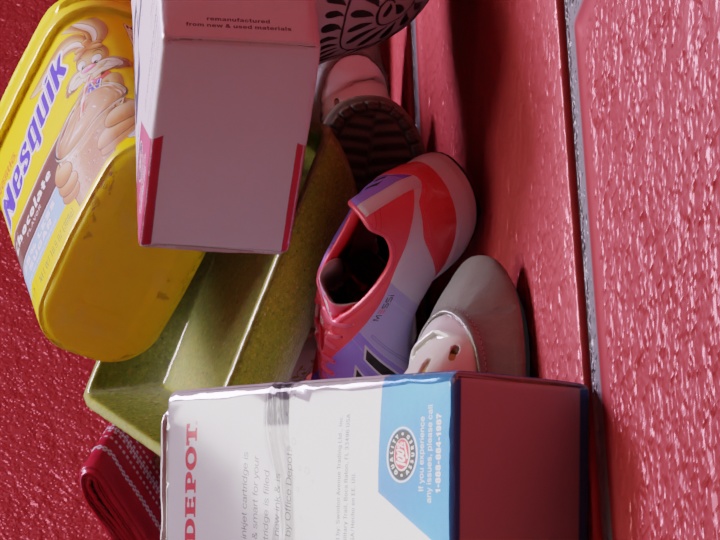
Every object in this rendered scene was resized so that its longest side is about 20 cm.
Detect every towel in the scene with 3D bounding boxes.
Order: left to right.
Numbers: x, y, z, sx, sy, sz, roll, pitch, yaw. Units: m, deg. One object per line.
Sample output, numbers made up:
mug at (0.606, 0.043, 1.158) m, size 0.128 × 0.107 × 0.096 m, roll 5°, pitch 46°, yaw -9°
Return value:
towel at (-0.108, 0.132, 1.840) m, size 0.145 × 0.022 × 0.200 m, roll 59°, pitch -154°, yaw -18°

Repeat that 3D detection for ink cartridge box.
ink cartridge box at (-0.075, -0.130, 1.558) m, size 0.201 × 0.084 × 0.145 m, roll -96°, pitch 12°, yaw -46°
ink cartridge box at (0.003, 0.123, 1.297) m, size 0.199 × 0.083 × 0.146 m, roll -6°, pitch 82°, yaw 49°

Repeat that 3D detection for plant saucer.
plant saucer at (-0.071, 0.008, 1.652) m, size 0.200 × 0.048 × 0.201 m, roll 23°, pitch 92°, yaw 66°

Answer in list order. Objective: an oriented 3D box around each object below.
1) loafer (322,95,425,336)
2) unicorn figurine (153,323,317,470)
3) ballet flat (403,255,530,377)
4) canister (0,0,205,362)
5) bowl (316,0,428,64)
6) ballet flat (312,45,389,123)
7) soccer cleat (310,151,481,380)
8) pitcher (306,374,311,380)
loafer at (0.000, 0.000, 1.700) m, size 0.067 × 0.076 × 0.201 m, roll 146°, pitch 126°, yaw -73°
unicorn figurine at (-0.069, 0.073, 1.803) m, size 0.137 × 0.074 × 0.200 m, roll -46°, pitch 8°, yaw -31°
ballet flat at (0.045, 0.079, 1.376) m, size 0.067 × 0.063 × 0.201 m, roll -34°, pitch 51°, yaw 47°
canister at (-0.149, -0.056, 1.706) m, size 0.149 × 0.086 × 0.200 m, roll -61°, pitch 27°, yaw 19°
bowl at (0.010, -0.204, 1.605) m, size 0.201 × 0.094 × 0.202 m, roll -177°, pitch 90°, yaw -82°
ballet flat at (-0.003, -0.068, 1.795) m, size 0.064 × 0.067 × 0.201 m, roll 10°, pitch 100°, yaw 54°
soccer cleat at (-0.001, 0.020, 1.571) m, size 0.068 × 0.073 × 0.200 m, roll 51°, pitch 139°, yaw 26°
pitcher at (-0.062, 0.038, 2.057) m, size 0.172 × 0.120 × 0.201 m, roll -32°, pitch -66°, yaw -81°
